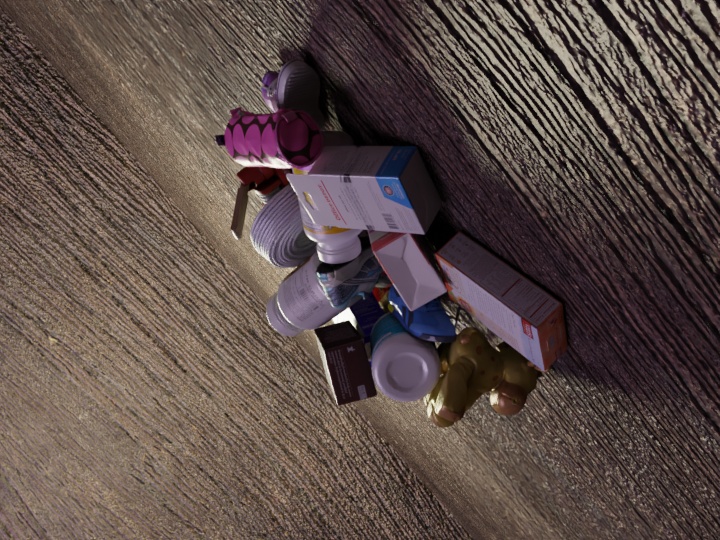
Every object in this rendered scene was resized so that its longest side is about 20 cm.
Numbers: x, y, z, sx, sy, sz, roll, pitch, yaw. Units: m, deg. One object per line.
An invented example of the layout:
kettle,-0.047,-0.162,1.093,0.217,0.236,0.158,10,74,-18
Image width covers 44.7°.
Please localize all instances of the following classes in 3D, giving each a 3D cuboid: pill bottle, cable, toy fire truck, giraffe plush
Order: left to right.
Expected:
toy fire truck,-0.161,-0.133,1.589,0.129,0.200,0.176,45,168,42
cable,-0.096,-0.084,1.553,0.069,0.200,0.200,52,169,24
pill bottle,-0.086,0.044,1.593,0.114,0.114,0.200,49,137,-5
pill bottle,-0.048,-0.115,1.405,0.104,0.104,0.200,32,140,48
pill bottle,0.071,0.132,1.468,0.111,0.111,0.200,51,-171,-14
giraffe plush,0.210,0.169,1.416,0.162,0.200,0.173,16,-171,-6

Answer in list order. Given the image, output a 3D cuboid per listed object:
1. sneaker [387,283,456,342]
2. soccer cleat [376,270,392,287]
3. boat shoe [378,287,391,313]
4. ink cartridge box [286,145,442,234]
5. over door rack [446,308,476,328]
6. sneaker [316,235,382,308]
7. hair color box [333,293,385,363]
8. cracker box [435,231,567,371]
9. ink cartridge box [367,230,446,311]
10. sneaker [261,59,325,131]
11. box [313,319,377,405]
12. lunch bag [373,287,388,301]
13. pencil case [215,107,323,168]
sneaker,0.099,0.054,1.414,0.200,0.066,0.079,-136,54,-62
soccer cleat,0.052,-0.003,1.651,0.076,0.067,0.200,18,166,-14
boat shoe,0.066,0.089,1.665,0.072,0.076,0.200,53,-171,-11
ink cartridge box,0.004,-0.120,1.276,0.200,0.068,0.116,6,142,34
over door rack,0.142,0.069,1.536,0.148,0.067,0.200,40,164,28
sneaker,0.000,0.000,1.505,0.078,0.200,0.086,5,116,40
hair color box,-0.010,0.077,1.665,0.200,0.065,0.109,58,155,35
cracker box,0.207,0.044,1.282,0.200,0.058,0.134,40,166,33
ink cartridge box,0.068,-0.031,1.382,0.117,0.067,0.200,57,-172,-19
sneaker,-0.120,-0.281,1.356,0.114,0.073,0.201,47,167,16
box,-0.028,0.156,1.510,0.200,0.075,0.100,-150,46,-80
lunch bag,-0.023,0.000,1.819,0.176,0.082,0.200,32,159,48
pencil case,-0.135,-0.200,1.304,0.200,0.091,0.094,12,118,56
